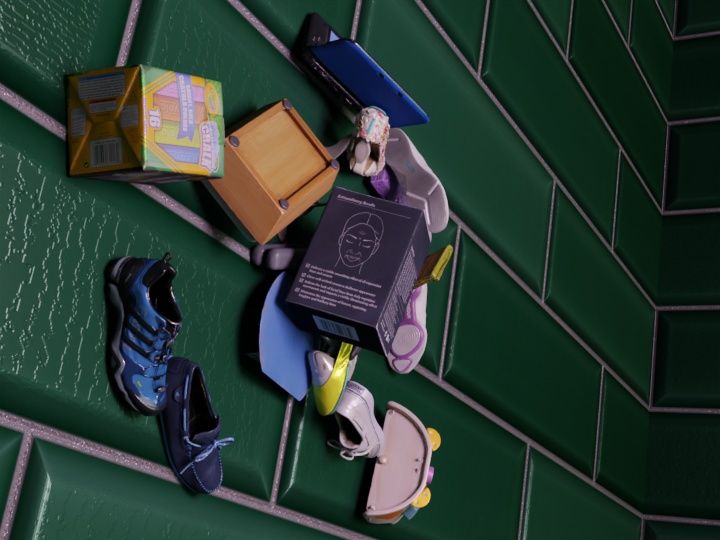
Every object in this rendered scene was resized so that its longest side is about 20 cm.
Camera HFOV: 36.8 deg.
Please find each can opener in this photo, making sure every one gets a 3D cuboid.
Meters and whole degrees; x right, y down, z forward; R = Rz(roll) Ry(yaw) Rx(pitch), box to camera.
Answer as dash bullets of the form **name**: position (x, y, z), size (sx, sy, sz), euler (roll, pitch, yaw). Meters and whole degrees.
- **can opener**: position (-0.089, -0.039, 1.653), size (0.199, 0.053, 0.068), euler (-3, 105, -59)

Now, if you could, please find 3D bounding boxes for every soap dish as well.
- **soap dish**: position (-0.127, -0.146, 1.519), size (0.158, 0.081, 0.200), euler (52, 39, -5)

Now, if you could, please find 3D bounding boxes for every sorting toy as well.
- **sorting toy**: position (0.076, 0.360, 1.887), size (0.181, 0.105, 0.202), euler (87, 15, -64)

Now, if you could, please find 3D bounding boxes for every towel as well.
- **towel**: position (0.070, 0.021, 1.798), size (0.018, 0.199, 0.086), euler (49, 43, -14)

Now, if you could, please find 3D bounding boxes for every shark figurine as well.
- **shark figurine**: position (-0.072, -0.123, 1.666), size (0.214, 0.089, 0.130), euler (-43, 126, -50)

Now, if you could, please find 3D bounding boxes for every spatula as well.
- **spatula**: position (0.023, 0.062, 1.733), size (0.057, 0.020, 0.201), euler (101, 11, -58)

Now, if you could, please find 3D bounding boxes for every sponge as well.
- **sponge**: position (0.076, -0.144, 1.955), size (0.200, 0.029, 0.113), euler (52, 33, -46)

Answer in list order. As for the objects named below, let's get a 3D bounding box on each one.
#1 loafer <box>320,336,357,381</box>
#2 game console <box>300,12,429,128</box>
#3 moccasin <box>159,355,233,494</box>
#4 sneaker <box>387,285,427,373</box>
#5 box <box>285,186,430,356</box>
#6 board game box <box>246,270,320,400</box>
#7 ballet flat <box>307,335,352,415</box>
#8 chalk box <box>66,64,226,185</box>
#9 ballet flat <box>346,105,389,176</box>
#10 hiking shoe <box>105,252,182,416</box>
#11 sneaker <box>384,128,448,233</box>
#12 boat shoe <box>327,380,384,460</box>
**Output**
- **loafer**: position (-0.042, 0.094, 1.728), size (0.069, 0.069, 0.203), euler (11, 80, -39)
- **game console**: position (0.013, -0.323, 1.713), size (0.200, 0.118, 0.172), euler (41, 37, -31)
- **moccasin**: position (-0.216, 0.208, 1.407), size (0.081, 0.067, 0.202), euler (-50, 131, -49)
- **sneaker**: position (0.093, 0.084, 1.946), size (0.100, 0.074, 0.203), euler (9, 88, -77)
- **box**: position (0.000, 0.000, 1.597), size (0.107, 0.147, 0.202), euler (69, 40, -61)
- **board game box**: position (-0.118, 0.097, 1.617), size (0.200, 0.038, 0.160), euler (50, 46, -57)
- **ballet flat**: position (-0.044, 0.119, 1.657), size (0.067, 0.067, 0.202), euler (25, 82, -34)
- **chalk box**: position (-0.246, -0.174, 1.327), size (0.199, 0.123, 0.126), euler (-3, 91, -61)
- **ballet flat**: position (0.005, -0.196, 1.770), size (0.200, 0.075, 0.065), euler (94, 18, -66)
- **hiking shoe**: position (-0.258, 0.082, 1.324), size (0.074, 0.086, 0.203), euler (-21, 106, -58)
- **sneaker**: position (0.101, -0.153, 1.848), size (0.202, 0.070, 0.080), euler (64, 15, 17)
- **boat shoe**: position (-0.012, 0.265, 1.735), size (0.086, 0.074, 0.203), euler (-54, 156, -28)
